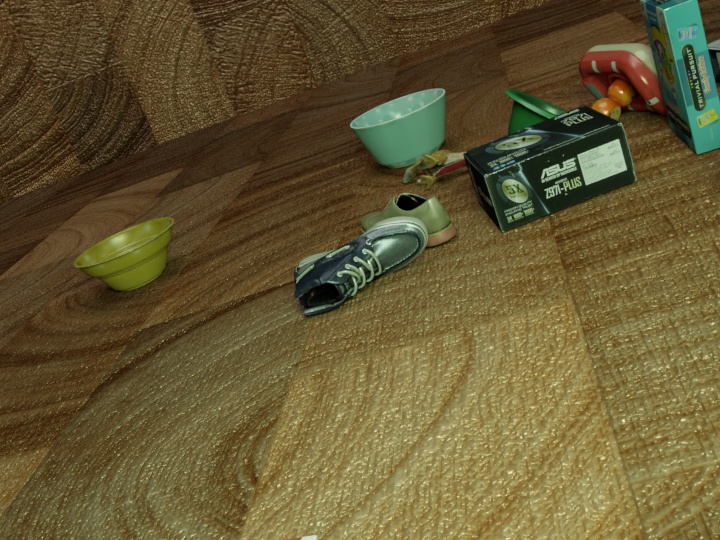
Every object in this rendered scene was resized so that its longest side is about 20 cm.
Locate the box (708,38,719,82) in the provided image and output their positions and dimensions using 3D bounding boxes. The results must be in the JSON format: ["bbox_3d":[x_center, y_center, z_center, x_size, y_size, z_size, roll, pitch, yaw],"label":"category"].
[{"bbox_3d":[0.643,-0.340,1.404,0.115,0.061,0.200,-22,19,-1],"label":"box"}]

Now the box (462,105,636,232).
[{"bbox_3d":[0.263,-0.149,1.262,0.198,0.087,0.164,-21,18,3],"label":"box"}]

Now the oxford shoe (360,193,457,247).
[{"bbox_3d":[0.063,-0.083,1.318,0.070,0.076,0.199,-34,22,-32],"label":"oxford shoe"}]

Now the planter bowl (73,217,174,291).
[{"bbox_3d":[-0.424,-0.018,1.656,0.198,0.084,0.201,-19,18,7],"label":"planter bowl"}]

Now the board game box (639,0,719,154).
[{"bbox_3d":[0.448,-0.280,1.237,0.046,0.202,0.151,-17,19,12],"label":"board game box"}]

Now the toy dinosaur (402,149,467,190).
[{"bbox_3d":[0.147,-0.192,1.544,0.198,0.061,0.106,-9,21,32],"label":"toy dinosaur"}]

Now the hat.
[{"bbox_3d":[0.269,-0.183,1.442,0.165,0.178,0.199,2,28,-48],"label":"hat"}]

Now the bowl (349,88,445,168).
[{"bbox_3d":[0.089,-0.272,1.752,0.198,0.106,0.201,-20,19,7],"label":"bowl"}]

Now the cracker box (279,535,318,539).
[{"bbox_3d":[-0.125,0.262,0.623,0.198,0.058,0.134,-14,21,21],"label":"cracker box"}]

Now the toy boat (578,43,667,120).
[{"bbox_3d":[0.422,-0.285,1.446,0.131,0.130,0.200,-54,23,-3],"label":"toy boat"}]

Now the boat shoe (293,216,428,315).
[{"bbox_3d":[0.000,0.000,1.189,0.198,0.075,0.093,-25,24,15],"label":"boat shoe"}]
